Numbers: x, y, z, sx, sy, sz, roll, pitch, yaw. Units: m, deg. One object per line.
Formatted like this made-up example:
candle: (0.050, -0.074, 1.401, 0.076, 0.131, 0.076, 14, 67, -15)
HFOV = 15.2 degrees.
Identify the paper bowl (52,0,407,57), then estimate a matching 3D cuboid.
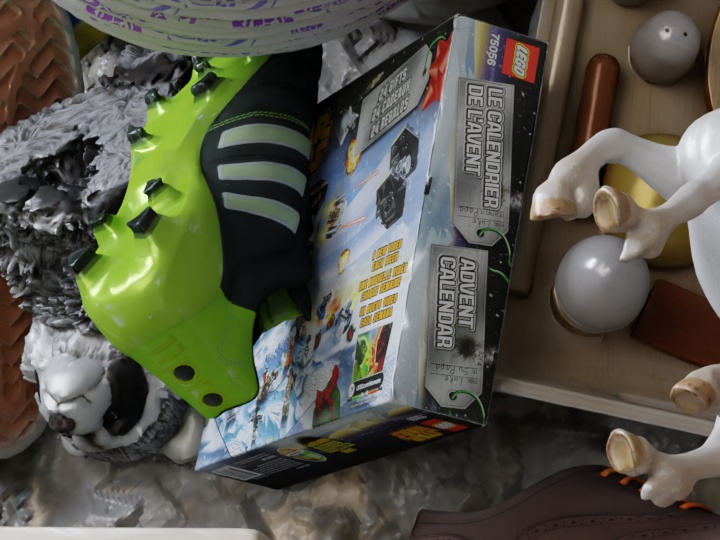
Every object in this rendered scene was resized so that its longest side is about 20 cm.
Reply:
paper bowl: (-0.047, -0.169, 0.969, 0.200, 0.104, 0.201, 1, 67, -3)

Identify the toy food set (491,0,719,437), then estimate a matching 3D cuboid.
toy food set: (0.127, -0.041, 0.929, 0.143, 0.060, 0.201, 12, 80, -2)

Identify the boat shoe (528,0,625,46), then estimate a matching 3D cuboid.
boat shoe: (0.133, -0.146, 0.998, 0.201, 0.075, 0.060, -67, 25, 6)

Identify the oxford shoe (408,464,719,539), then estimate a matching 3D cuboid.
oxford shoe: (0.098, 0.096, 0.939, 0.199, 0.071, 0.073, -12, 59, 26)

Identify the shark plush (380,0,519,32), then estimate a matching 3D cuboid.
shark plush: (0.024, -0.138, 1.095, 0.200, 0.091, 0.083, 9, 56, 54)

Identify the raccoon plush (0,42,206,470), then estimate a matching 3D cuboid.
raccoon plush: (-0.070, -0.011, 1.091, 0.097, 0.134, 0.200, 15, 45, 43)

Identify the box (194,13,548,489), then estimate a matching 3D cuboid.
box: (0.000, 0.000, 0.982, 0.200, 0.040, 0.137, 155, 127, -66)

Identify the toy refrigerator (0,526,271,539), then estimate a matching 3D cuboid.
toy refrigerator: (-0.115, 0.129, 0.886, 0.199, 0.076, 0.070, -1, 64, 22)

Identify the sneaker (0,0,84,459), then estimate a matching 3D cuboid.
sneaker: (-0.167, -0.026, 1.116, 0.080, 0.071, 0.201, 11, 98, 43)

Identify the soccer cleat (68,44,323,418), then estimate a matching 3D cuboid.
soccer cleat: (-0.046, -0.023, 0.970, 0.067, 0.081, 0.200, -27, 23, 29)

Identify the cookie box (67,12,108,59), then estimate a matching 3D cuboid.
cookie box: (-0.133, -0.205, 1.089, 0.171, 0.200, 0.075, -38, 30, 25)

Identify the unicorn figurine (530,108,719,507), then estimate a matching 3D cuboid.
unicorn figurine: (0.128, -0.013, 0.869, 0.074, 0.137, 0.201, 6, 108, 52)
